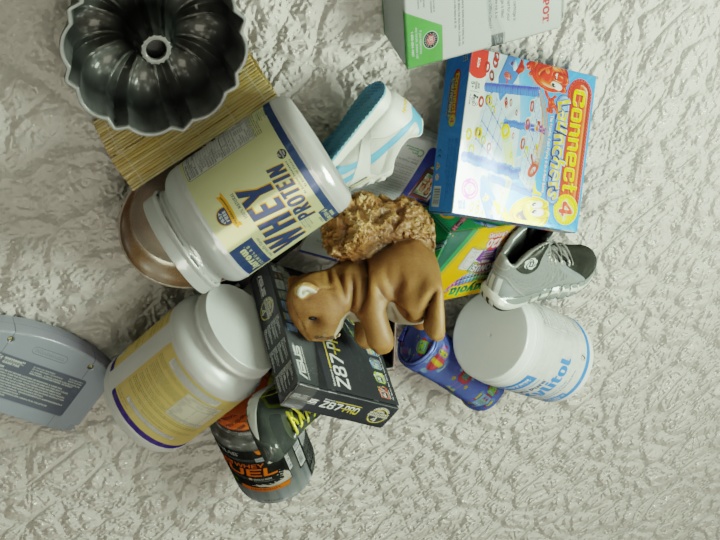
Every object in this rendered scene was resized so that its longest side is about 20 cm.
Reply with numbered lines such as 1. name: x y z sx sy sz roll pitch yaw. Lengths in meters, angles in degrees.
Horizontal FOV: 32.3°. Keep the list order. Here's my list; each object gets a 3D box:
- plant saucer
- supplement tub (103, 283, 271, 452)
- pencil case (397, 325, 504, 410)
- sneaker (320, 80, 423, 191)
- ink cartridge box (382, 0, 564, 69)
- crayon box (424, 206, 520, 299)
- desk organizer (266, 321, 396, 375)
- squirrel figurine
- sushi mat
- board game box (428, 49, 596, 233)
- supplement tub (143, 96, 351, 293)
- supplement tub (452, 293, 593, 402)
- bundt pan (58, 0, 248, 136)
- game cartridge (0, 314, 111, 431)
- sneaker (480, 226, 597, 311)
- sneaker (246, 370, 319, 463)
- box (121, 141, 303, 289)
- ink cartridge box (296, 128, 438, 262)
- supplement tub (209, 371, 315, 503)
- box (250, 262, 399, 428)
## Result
1. plant saucer: -0.191 -0.068 1.475 0.197 0.032 0.202 -13 132 -15
2. supplement tub: -0.212 0.122 1.569 0.199 0.147 0.144 -37 135 28
3. pencil case: 0.129 0.135 1.810 0.199 0.086 0.079 35 84 -42
4. sneaker: -0.009 -0.127 1.481 0.080 0.077 0.200 31 118 -27
5. ink cartridge box: 0.127 -0.332 1.413 0.197 0.084 0.148 -16 133 -12
6. crayon box: 0.146 -0.030 1.654 0.198 0.058 0.120 -10 135 -43
7. desk organizer: -0.043 0.089 1.691 0.197 0.077 0.073 0 128 -25
8. squirrel figurine: 0.000 0.000 1.504 0.183 0.142 0.204 -4 102 -5
9. sushi mat: -0.197 -0.180 1.393 0.198 0.097 0.012 -32 170 3
10. board game box: 0.190 -0.158 1.540 0.193 0.056 0.204 6 91 -29
11. supplement tub: -0.125 -0.081 1.376 0.199 0.146 0.145 -34 134 4
12. supplement tub: 0.236 0.111 1.779 0.132 0.133 0.199 -48 143 18
13. bundt pan: -0.222 -0.250 1.319 0.198 0.076 0.204 -10 127 -14
14. game cartridge: -0.418 0.128 1.580 0.199 0.042 0.134 26 109 -38
15. sneaker: 0.255 -0.021 1.664 0.198 0.075 0.117 -20 139 -33
16. sneaker: -0.082 0.164 1.550 0.083 0.201 0.075 -17 113 18
17. box: -0.178 -0.057 1.536 0.142 0.036 0.200 -37 135 7
18. ink cartridge box: 0.036 -0.094 1.600 0.195 0.047 0.201 15 121 -35
19. supplement tub: -0.138 0.223 1.716 0.121 0.123 0.201 -23 140 -5
20. box: -0.047 0.093 1.563 0.159 0.202 0.049 17 129 -34
